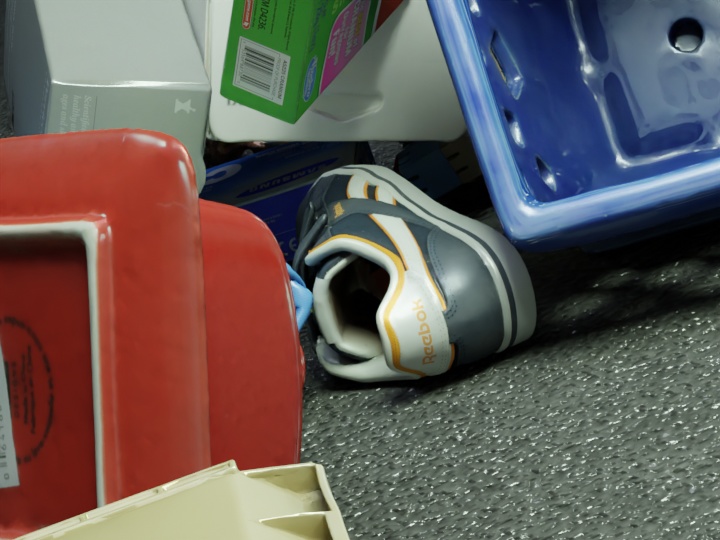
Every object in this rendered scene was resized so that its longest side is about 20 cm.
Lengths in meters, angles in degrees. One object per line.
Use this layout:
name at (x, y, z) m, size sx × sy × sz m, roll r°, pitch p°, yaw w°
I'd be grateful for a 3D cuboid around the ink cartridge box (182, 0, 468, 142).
ink cartridge box at (-0.027, -0.135, 1.310) m, size 0.146 × 0.084 × 0.200 m, roll -2°, pitch 19°, yaw -13°

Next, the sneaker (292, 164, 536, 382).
sneaker at (0.000, 0.000, 1.150) m, size 0.079 × 0.078 × 0.200 m, roll -20°, pitch 17°, yaw -21°

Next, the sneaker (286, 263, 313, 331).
sneaker at (-0.072, 0.022, 1.135) m, size 0.076 × 0.105 × 0.200 m, roll -54°, pitch -18°, yaw -9°

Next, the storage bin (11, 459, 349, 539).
storage bin at (-0.082, 0.154, 0.739) m, size 0.199 × 0.094 × 0.200 m, roll -20°, pitch 17°, yaw -3°

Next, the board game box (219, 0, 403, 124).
board game box at (0.005, -0.183, 1.141) m, size 0.040 × 0.153 × 0.200 m, roll 23°, pitch 42°, yaw 13°

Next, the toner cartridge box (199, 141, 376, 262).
toner cartridge box at (-0.089, -0.024, 1.384) m, size 0.200 × 0.043 × 0.095 m, roll -18°, pitch 19°, yaw 8°

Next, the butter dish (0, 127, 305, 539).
butter dish at (-0.086, 0.044, 0.993) m, size 0.148 × 0.200 × 0.199 m, roll -4°, pitch 2°, yaw -44°

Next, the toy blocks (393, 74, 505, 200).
toy blocks at (0.078, -0.095, 1.360) m, size 0.137 × 0.100 × 0.200 m, roll -30°, pitch 24°, yaw 12°

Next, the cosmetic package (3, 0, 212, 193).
cosmetic package at (-0.135, -0.097, 1.267) m, size 0.090 × 0.107 × 0.200 m, roll 3°, pitch 29°, yaw -12°

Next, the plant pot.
plant pot at (0.147, -0.118, 1.117) m, size 0.200 × 0.200 × 0.180 m, roll -18°, pitch -10°, yaw 12°

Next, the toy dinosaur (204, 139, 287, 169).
toy dinosaur at (-0.137, -0.086, 1.574) m, size 0.200 × 0.086 × 0.136 m, roll -26°, pitch 24°, yaw 0°
